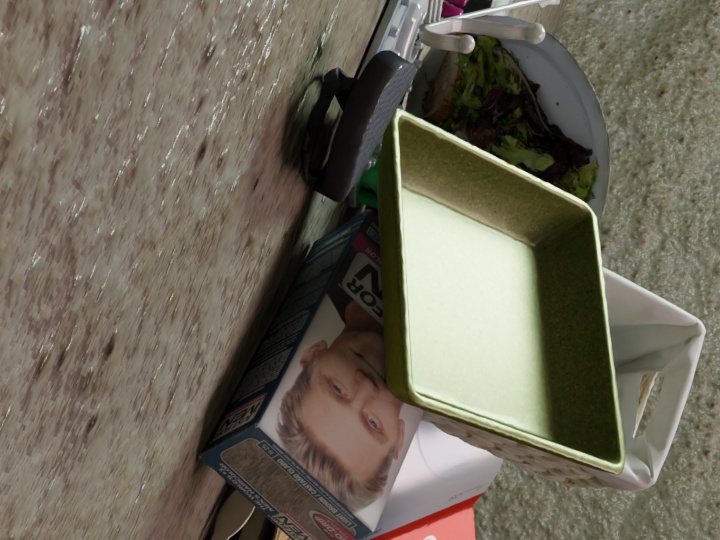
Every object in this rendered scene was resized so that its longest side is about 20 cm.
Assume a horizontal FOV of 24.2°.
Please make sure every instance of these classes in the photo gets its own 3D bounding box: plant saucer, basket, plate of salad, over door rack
[{"bbox_3d":[0.079,0.023,1.067,0.048,0.200,0.200,-28,-127,39],"label":"plant saucer"},{"bbox_3d":[0.123,0.064,1.213,0.136,0.200,0.123,-67,-166,-17],"label":"basket"},{"bbox_3d":[0.099,-0.088,1.247,0.048,0.200,0.200,-15,132,-44],"label":"plate of salad"},{"bbox_3d":[0.106,-0.226,1.064,0.200,0.067,0.148,-35,138,-59],"label":"over door rack"}]

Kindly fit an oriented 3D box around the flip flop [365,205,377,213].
[{"bbox_3d":[0.000,0.000,1.204,0.081,0.057,0.200,122,-21,-50],"label":"flip flop"}]

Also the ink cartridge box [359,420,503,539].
[{"bbox_3d":[0.046,0.180,1.302,0.160,0.047,0.200,-16,108,-38],"label":"ink cartridge box"}]

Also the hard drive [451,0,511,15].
[{"bbox_3d":[0.101,-0.216,1.448,0.140,0.038,0.200,-64,171,-45],"label":"hard drive"}]

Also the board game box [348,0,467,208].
[{"bbox_3d":[0.040,-0.159,1.140,0.200,0.026,0.200,91,20,-72],"label":"board game box"}]

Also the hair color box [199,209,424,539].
[{"bbox_3d":[-0.011,0.066,1.032,0.060,0.100,0.200,-30,-157,41],"label":"hair color box"}]

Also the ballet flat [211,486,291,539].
[{"bbox_3d":[-0.092,0.210,1.119,0.063,0.069,0.200,50,54,-51],"label":"ballet flat"}]

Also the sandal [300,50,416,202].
[{"bbox_3d":[-0.012,-0.076,0.930,0.076,0.043,0.200,-61,-178,-10],"label":"sandal"}]
